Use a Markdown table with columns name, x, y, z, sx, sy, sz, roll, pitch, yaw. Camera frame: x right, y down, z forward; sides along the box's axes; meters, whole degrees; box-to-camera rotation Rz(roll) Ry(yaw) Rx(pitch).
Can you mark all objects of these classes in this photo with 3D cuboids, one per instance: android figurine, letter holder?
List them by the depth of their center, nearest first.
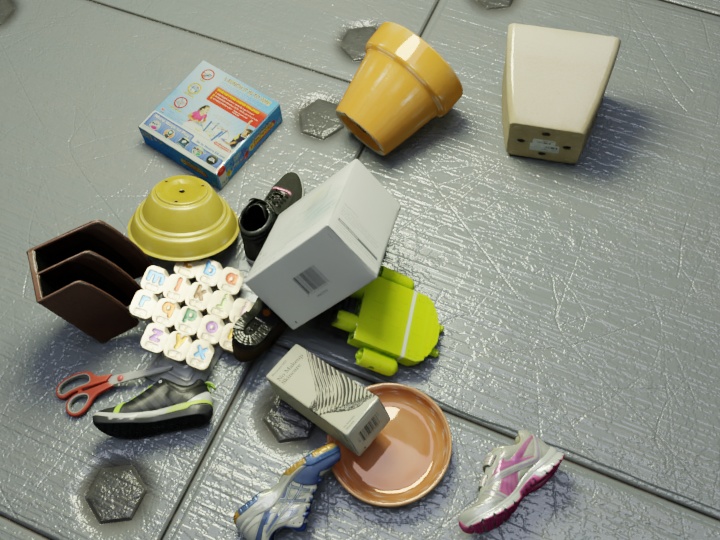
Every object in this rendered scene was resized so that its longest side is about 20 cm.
| name | x | y | z | sx | sy | sz | roll | pitch | yaw |
| --- | --- | --- | --- | --- | --- | --- | --- | --- | --- |
| letter holder | -0.428 | 0.019 | 1.503 | 0.141 | 0.200 | 0.101 | -24 | 62 | 5 |
| android figurine | 0.050 | 0.084 | 1.508 | 0.199 | 0.041 | 0.183 | 21 | 63 | -18 |

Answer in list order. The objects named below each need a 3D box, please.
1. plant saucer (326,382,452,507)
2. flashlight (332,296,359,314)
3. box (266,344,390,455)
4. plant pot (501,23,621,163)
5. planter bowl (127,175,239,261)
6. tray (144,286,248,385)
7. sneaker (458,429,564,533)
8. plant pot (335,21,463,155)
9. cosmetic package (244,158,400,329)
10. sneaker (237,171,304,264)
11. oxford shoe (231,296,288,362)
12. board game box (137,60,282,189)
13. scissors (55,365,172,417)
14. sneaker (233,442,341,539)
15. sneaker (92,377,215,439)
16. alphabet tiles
| name | x | y | z | sx | sy | sz | roll | pitch | yaw |
| --- | --- | --- | --- | --- | --- | --- | --- | --- | --- |
| plant saucer | 0.046 | 0.279 | 1.445 | 0.198 | 0.038 | 0.201 | -2 | 62 | 3 |
| flashlight | 0.000 | 0.000 | 1.579 | 0.067 | 0.068 | 0.201 | 7 | 64 | 7 |
| box | -0.053 | 0.202 | 1.438 | 0.199 | 0.069 | 0.082 | 27 | 66 | 38 |
| plant pot | 0.350 | -0.310 | 1.662 | 0.198 | 0.200 | 0.178 | 10 | 74 | 9 |
| planter bowl | -0.314 | -0.110 | 1.605 | 0.199 | 0.084 | 0.201 | 4 | 39 | -3 |
| tray | -0.281 | 0.113 | 1.560 | 0.107 | 0.022 | 0.201 | 23 | 66 | 14 |
| sneaker | 0.217 | 0.323 | 1.393 | 0.199 | 0.082 | 0.088 | -35 | 64 | -23 |
| plant pot | 0.058 | -0.323 | 1.689 | 0.200 | 0.200 | 0.184 | 38 | 85 | 21 |
| cosmetic package | -0.059 | -0.045 | 1.486 | 0.123 | 0.199 | 0.200 | 45 | 35 | -18 |
| sneaker | -0.157 | -0.115 | 1.631 | 0.070 | 0.099 | 0.201 | 17 | 63 | 14 |
| oxford shoe | -0.153 | 0.082 | 1.543 | 0.073 | 0.085 | 0.200 | 36 | 49 | 16 |
| board game box | -0.288 | -0.284 | 1.752 | 0.199 | 0.056 | 0.196 | 32 | 68 | 18 |
| scissors | -0.416 | 0.179 | 1.525 | 0.199 | 0.014 | 0.073 | -27 | 63 | -2 |
| sneaker | -0.097 | 0.350 | 1.395 | 0.200 | 0.075 | 0.088 | -40 | 78 | 2 |
| sneaker | -0.335 | 0.220 | 1.485 | 0.198 | 0.072 | 0.083 | -5 | 57 | -8 |
| alphabet tiles | -0.284 | 0.067 | 1.542 | 0.199 | 0.015 | 0.197 | 21 | 61 | -6 |
